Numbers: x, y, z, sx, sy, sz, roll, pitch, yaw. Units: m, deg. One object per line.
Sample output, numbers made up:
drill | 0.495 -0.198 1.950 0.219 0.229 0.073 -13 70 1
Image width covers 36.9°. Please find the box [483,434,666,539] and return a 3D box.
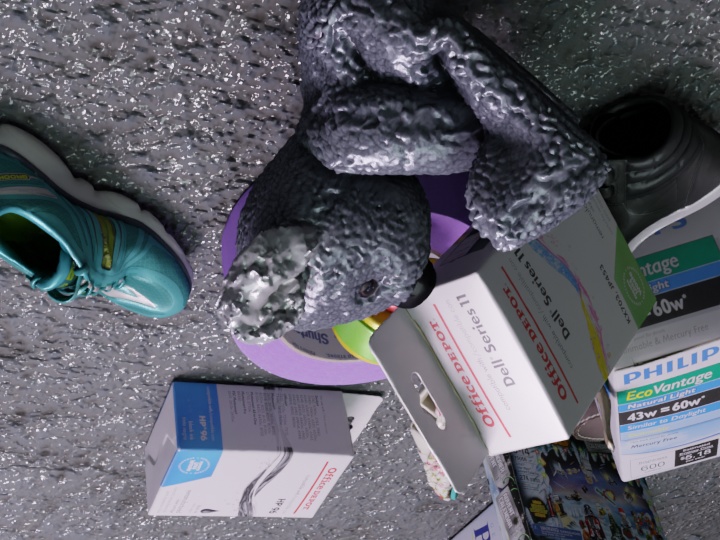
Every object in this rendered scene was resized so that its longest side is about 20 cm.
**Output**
box | 0.208 0.217 1.051 0.197 0.139 0.040 16 135 -33

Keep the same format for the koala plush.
koala plush | 0.001 -0.050 0.592 0.183 0.178 0.201 39 106 -4

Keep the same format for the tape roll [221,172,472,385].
tape roll | 0.000 0.000 0.775 0.196 0.067 0.202 -9 143 -7

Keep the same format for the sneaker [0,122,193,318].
sneaker | -0.187 -0.010 0.694 0.077 0.081 0.199 -31 140 23

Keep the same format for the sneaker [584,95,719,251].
sneaker | 0.161 -0.050 0.759 0.199 0.071 0.099 -37 135 21

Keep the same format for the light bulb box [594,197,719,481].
light bulb box | 0.282 0.052 0.872 0.195 0.127 0.201 -17 144 6

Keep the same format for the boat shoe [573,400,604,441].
boat shoe | 0.294 0.141 1.043 0.196 0.060 0.072 -6 143 -9

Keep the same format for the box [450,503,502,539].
box | 0.171 0.374 1.203 0.103 0.186 0.201 13 136 -27

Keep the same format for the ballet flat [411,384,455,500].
ballet flat | 0.079 0.131 0.963 0.063 0.076 0.202 22 138 11

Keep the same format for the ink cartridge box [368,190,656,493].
ink cartridge box | 0.100 0.029 0.665 0.067 0.200 0.118 -21 106 43

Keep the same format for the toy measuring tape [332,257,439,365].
toy measuring tape | 0.049 0.030 0.715 0.196 0.075 0.074 6 139 -23

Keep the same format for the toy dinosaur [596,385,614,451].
toy dinosaur | 0.161 0.068 0.861 0.047 0.200 0.089 -34 101 6

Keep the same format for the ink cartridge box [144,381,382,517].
ink cartridge box | -0.081 0.162 0.954 0.196 0.069 0.117 6 140 -23
